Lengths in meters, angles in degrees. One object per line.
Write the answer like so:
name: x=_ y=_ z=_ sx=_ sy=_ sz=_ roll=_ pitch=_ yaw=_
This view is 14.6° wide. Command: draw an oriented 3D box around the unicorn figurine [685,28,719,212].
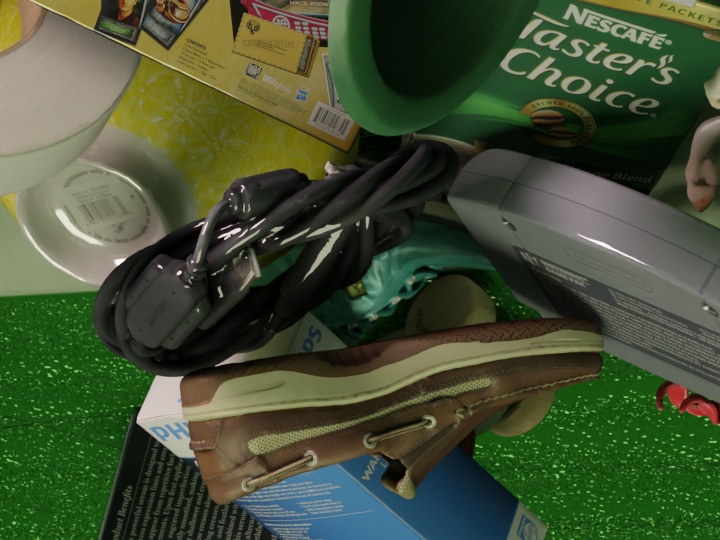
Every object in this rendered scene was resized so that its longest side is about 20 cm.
unicorn figurine: x=0.202 y=-0.052 z=1.247 sx=0.199 sy=0.074 sz=0.138 roll=15 pitch=131 yaw=-19

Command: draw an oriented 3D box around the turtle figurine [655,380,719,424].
turtle figurine: x=0.215 y=0.014 z=1.378 sx=0.149 sy=0.101 sz=0.200 roll=10 pitch=138 yaw=-15

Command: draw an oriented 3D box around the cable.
cable: x=-0.041 y=-0.009 z=1.285 sx=0.051 sy=0.163 sz=0.200 roll=59 pitch=154 yaw=10

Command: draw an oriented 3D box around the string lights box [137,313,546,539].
string lights box: x=-0.008 y=0.105 z=1.445 sx=0.102 sy=0.059 sz=0.200 roll=-9 pitch=138 yaw=45

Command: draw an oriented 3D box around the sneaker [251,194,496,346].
sneaker: x=0.000 y=0.000 z=1.433 sx=0.199 sy=0.080 sz=0.077 roll=-4 pitch=168 yaw=30

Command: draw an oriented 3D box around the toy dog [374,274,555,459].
toy dog: x=0.015 y=0.081 z=1.544 sx=0.131 sy=0.097 sz=0.200 roll=28 pitch=144 yaw=-21

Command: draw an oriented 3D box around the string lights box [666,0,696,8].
string lights box: x=0.133 y=-0.205 z=1.072 sx=0.059 sy=0.103 sz=0.200 roll=14 pitch=147 yaw=-2

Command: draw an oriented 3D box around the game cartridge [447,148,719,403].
game cartridge: x=0.137 y=0.010 z=1.290 sx=0.199 sy=0.041 sz=0.133 roll=25 pitch=166 yaw=37

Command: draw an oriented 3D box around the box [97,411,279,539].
box: x=-0.046 y=0.178 z=1.701 sx=0.199 sy=0.108 sz=0.149 roll=7 pitch=147 yaw=11

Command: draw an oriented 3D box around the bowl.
bowl: x=-0.109 y=-0.056 z=1.337 sx=0.199 sy=0.108 sz=0.201 roll=12 pitch=134 yaw=13

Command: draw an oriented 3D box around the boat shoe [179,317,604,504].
boat shoe: x=0.018 y=0.069 z=1.320 sx=0.201 sy=0.075 sz=0.075 roll=-9 pitch=180 yaw=-4

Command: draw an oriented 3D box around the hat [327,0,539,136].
hat: x=-0.019 y=-0.181 z=1.171 sx=0.175 sy=0.165 sz=0.201 roll=28 pitch=115 yaw=27

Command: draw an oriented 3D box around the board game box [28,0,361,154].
board game box: x=-0.064 y=-0.154 z=1.203 sx=0.199 sy=0.136 sz=0.035 roll=25 pitch=-172 yaw=-17

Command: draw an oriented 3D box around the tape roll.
tape roll: x=-0.190 y=-0.125 z=1.217 sx=0.202 sy=0.204 sz=0.037 roll=22 pitch=143 yaw=-14

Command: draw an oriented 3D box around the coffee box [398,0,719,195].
coffee box: x=0.097 y=-0.093 z=1.304 sx=0.122 sy=0.044 sz=0.200 roll=18 pitch=146 yaw=-7
